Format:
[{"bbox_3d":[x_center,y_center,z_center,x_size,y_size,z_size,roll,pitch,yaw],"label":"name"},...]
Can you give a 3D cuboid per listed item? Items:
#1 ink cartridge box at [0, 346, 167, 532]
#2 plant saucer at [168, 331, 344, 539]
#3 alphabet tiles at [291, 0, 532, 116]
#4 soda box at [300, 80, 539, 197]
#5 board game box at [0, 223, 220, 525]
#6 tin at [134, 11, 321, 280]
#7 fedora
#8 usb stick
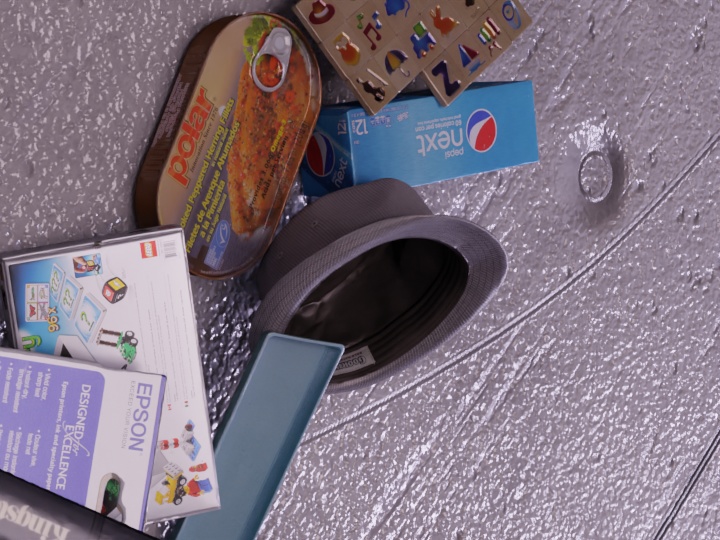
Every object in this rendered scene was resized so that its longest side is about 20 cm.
[{"bbox_3d":[-0.239,0.149,1.303,0.199,0.047,0.198,11,84,-24],"label":"ink cartridge box"},{"bbox_3d":[-0.080,0.132,1.442,0.070,0.019,0.200,12,110,-38],"label":"plant saucer"},{"bbox_3d":[0.034,-0.207,1.527,0.167,0.008,0.200,54,51,-11],"label":"alphabet tiles"},{"bbox_3d":[0.046,-0.103,1.557,0.200,0.064,0.068,-13,102,-40],"label":"soda box"},{"bbox_3d":[-0.171,0.077,1.371,0.126,0.035,0.201,-10,101,-17],"label":"board game box"},{"bbox_3d":[-0.096,-0.091,1.451,0.112,0.042,0.201,33,72,-42],"label":"tin"},{"bbox_3d":[0.000,0.000,1.470,0.200,0.090,0.177,-44,140,22],"label":"fedora"},{"bbox_3d":[-0.214,0.161,1.272,0.200,0.033,0.056,28,79,-20],"label":"usb stick"}]
